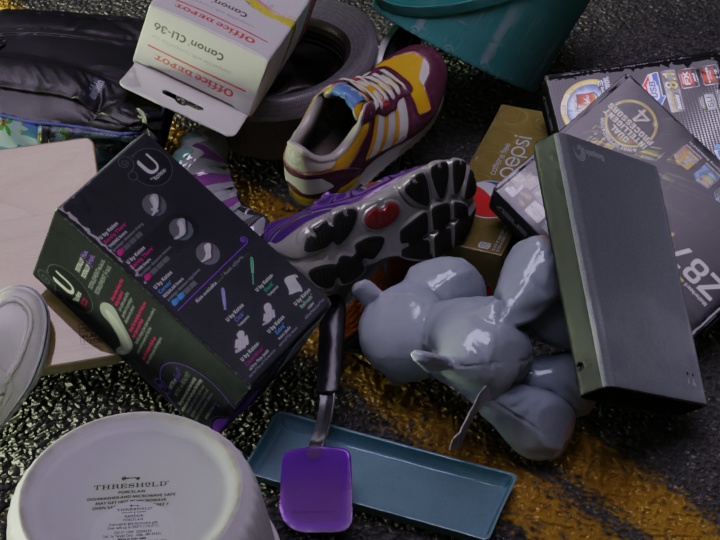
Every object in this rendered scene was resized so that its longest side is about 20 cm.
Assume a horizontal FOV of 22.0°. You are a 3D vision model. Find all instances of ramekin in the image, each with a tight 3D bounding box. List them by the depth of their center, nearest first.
[{"bbox_3d":[-0.155,0.192,1.312,0.199,0.105,0.201,-2,41,1],"label":"ramekin"}]

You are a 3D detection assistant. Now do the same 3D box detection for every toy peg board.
[{"bbox_3d":[-0.304,0.012,1.538,0.199,0.098,0.200,-9,66,-5],"label":"toy peg board"}]

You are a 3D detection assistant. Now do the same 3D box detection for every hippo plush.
[{"bbox_3d":[0.080,0.068,1.439,0.161,0.160,0.200,5,36,48],"label":"hippo plush"}]

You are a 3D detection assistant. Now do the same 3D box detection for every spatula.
[{"bbox_3d":[-0.028,0.105,1.413,0.056,0.021,0.201,-4,55,13],"label":"spatula"}]

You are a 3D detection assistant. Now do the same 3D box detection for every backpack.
[{"bbox_3d":[-0.270,-0.138,1.655,0.199,0.147,0.183,9,39,-4],"label":"backpack"}]

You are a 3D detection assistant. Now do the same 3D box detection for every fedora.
[{"bbox_3d":[-0.074,-0.169,1.724,0.176,0.091,0.200,10,39,15],"label":"fedora"}]

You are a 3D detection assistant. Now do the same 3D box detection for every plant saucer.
[{"bbox_3d":[0.014,0.158,1.405,0.199,0.019,0.070,13,44,19],"label":"plant saucer"}]

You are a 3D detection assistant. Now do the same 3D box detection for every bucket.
[{"bbox_3d":[0.115,-0.266,1.729,0.207,0.135,0.207,26,10,-5],"label":"bucket"}]

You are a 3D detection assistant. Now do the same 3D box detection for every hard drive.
[{"bbox_3d":[0.196,0.004,1.406,0.033,0.139,0.201,-24,66,36],"label":"hard drive"}]

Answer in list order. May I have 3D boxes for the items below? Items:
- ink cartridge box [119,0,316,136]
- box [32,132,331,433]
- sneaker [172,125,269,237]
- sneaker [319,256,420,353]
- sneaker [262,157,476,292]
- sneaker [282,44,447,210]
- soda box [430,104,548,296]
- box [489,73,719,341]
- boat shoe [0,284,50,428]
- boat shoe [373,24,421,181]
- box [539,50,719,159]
[{"bbox_3d":[-0.120,-0.211,1.622,0.116,0.068,0.200,24,40,1],"label":"ink cartridge box"},{"bbox_3d":[-0.140,0.014,1.437,0.200,0.122,0.106,42,59,3],"label":"box"},{"bbox_3d":[-0.104,-0.041,1.602,0.139,0.078,0.200,7,52,10],"label":"sneaker"},{"bbox_3d":[0.000,0.000,1.554,0.092,0.076,0.200,8,34,24],"label":"sneaker"},{"bbox_3d":[0.009,-0.048,1.487,0.199,0.081,0.083,-17,26,-33],"label":"sneaker"},{"bbox_3d":[0.009,-0.139,1.608,0.075,0.090,0.200,28,63,22],"label":"sneaker"},{"bbox_3d":[0.122,-0.058,1.608,0.067,0.064,0.200,13,43,17],"label":"soda box"},{"bbox_3d":[0.229,-0.039,1.510,0.161,0.049,0.200,-40,76,-14],"label":"box"},{"bbox_3d":[-0.300,0.092,1.411,0.071,0.070,0.200,29,69,6],"label":"boat shoe"},{"bbox_3d":[0.034,-0.149,1.714,0.060,0.076,0.200,9,55,14],"label":"boat shoe"},{"bbox_3d":[0.251,-0.081,1.578,0.160,0.044,0.201,-8,68,-7],"label":"box"}]
